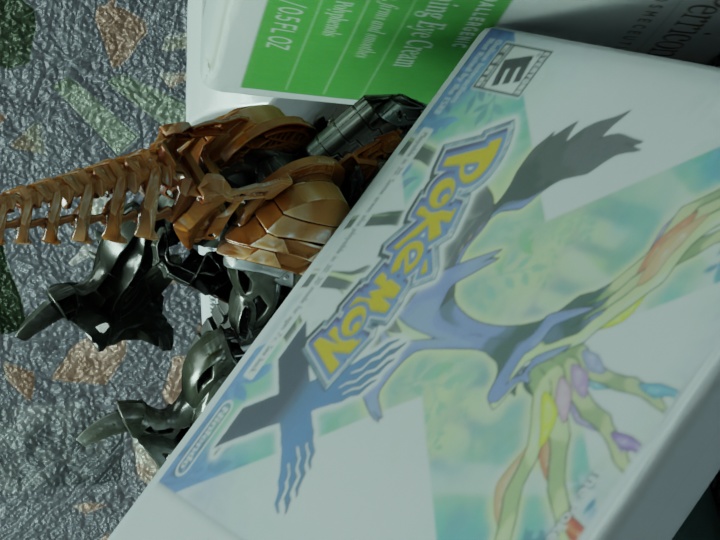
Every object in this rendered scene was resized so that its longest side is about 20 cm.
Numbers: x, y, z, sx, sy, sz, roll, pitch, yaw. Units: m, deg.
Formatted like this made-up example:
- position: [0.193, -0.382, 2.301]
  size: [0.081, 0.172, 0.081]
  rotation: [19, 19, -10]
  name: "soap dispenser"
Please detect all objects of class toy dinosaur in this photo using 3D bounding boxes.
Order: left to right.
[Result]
- position: [-0.038, -0.011, 0.665]
  size: [0.136, 0.199, 0.103]
  rotation: [-51, 35, 26]
  name: "toy dinosaur"

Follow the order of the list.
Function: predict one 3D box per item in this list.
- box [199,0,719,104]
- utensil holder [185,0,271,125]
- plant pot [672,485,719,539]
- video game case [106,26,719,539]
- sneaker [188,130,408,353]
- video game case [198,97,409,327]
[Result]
- position: [0.039, -0.168, 0.693]
  size: [0.199, 0.170, 0.202]
  rotation: [130, 143, -78]
  name: "box"
- position: [-0.015, -0.170, 1.139]
  size: [0.170, 0.168, 0.202]
  rotation: [133, 140, -78]
  name: "utensil holder"
- position: [0.039, 0.147, 0.628]
  size: [0.142, 0.140, 0.202]
  rotation: [112, 167, -66]
  name: "plant pot"
- position: [0.031, 0.026, 0.553]
  size: [0.201, 0.022, 0.182]
  rotation: [-53, 31, -10]
  name: "video game case"
- position: [0.000, 0.000, 0.857]
  size: [0.076, 0.087, 0.200]
  rotation: [59, 142, 16]
  name: "sneaker"
- position: [-0.009, -0.049, 0.953]
  size: [0.200, 0.023, 0.182]
  rotation: [-52, -18, -28]
  name: "video game case"
